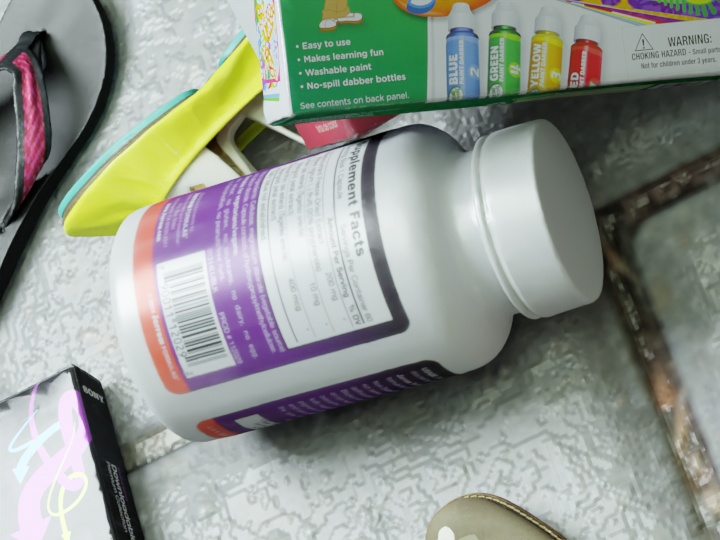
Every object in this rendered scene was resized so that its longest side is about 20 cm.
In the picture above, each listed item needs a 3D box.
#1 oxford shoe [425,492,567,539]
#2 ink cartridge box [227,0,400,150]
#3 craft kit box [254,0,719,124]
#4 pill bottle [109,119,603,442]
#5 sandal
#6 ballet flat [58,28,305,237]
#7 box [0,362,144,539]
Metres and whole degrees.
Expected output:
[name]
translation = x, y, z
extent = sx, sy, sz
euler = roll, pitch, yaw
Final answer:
[oxford shoe]
translation = 0.083, 0.164, 1.058
extent = 0.070, 0.075, 0.200
euler = -42, 59, 6
[ink cartridge box]
translation = -0.002, -0.176, 1.142
extent = 0.145, 0.083, 0.201
euler = -31, 97, -12
[craft kit box]
translation = 0.049, -0.169, 1.082
extent = 0.199, 0.048, 0.199
euler = -7, 88, -16
[pill bottle]
translation = 0.000, 0.000, 1.140
extent = 0.199, 0.111, 0.112
euler = -16, 65, 20
[sandal]
translation = -0.181, -0.060, 1.291
extent = 0.075, 0.045, 0.201
euler = 15, 79, 30
[ballet flat]
translation = -0.056, -0.072, 1.227
extent = 0.200, 0.067, 0.067
euler = -44, 80, 3
[box]
translation = -0.163, 0.162, 1.206
extent = 0.142, 0.036, 0.201
euler = -26, 63, 15
